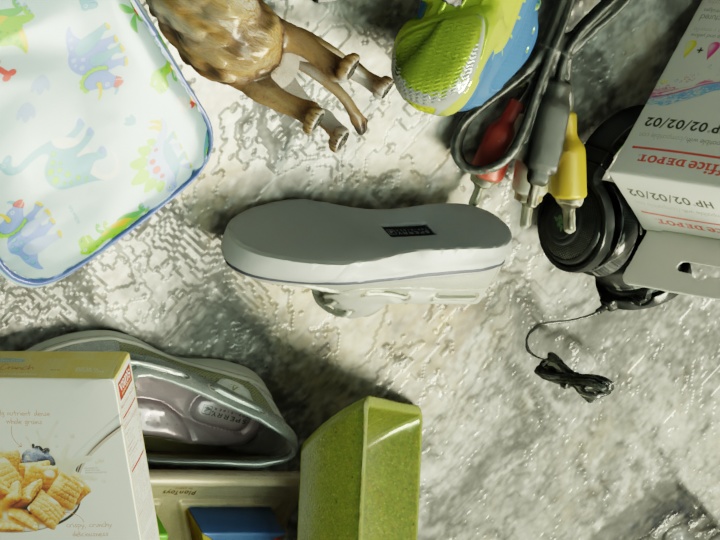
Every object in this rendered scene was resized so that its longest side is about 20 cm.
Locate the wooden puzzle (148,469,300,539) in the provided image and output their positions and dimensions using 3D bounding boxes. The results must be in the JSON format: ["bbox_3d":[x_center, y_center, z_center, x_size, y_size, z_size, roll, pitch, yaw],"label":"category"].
[{"bbox_3d":[-0.137,0.204,1.718,0.185,0.046,0.200,3,130,-35],"label":"wooden puzzle"}]

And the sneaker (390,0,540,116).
[{"bbox_3d":[0.080,-0.185,1.659,0.200,0.076,0.105,-64,161,0],"label":"sneaker"}]

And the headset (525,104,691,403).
[{"bbox_3d":[0.177,-0.011,1.798,0.123,0.094,0.200,35,83,-41],"label":"headset"}]

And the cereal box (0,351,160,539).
[{"bbox_3d":[-0.194,0.142,1.609,0.144,0.040,0.200,-1,117,14],"label":"cereal box"}]

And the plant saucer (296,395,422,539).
[{"bbox_3d":[-0.004,0.182,1.733,0.200,0.048,0.200,24,68,-78],"label":"plant saucer"}]

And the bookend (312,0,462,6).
[{"bbox_3d":[-0.041,-0.240,1.517,0.198,0.092,0.200,-14,125,-25],"label":"bookend"}]

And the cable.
[{"bbox_3d":[0.117,-0.126,1.737,0.097,0.050,0.200,14,95,-6],"label":"cable"}]

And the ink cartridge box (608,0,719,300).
[{"bbox_3d":[0.241,-0.082,1.738,0.200,0.115,0.068,-60,137,-23],"label":"ink cartridge box"}]

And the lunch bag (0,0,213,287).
[{"bbox_3d":[-0.187,-0.098,1.511,0.161,0.082,0.200,-39,131,-9],"label":"lunch bag"}]

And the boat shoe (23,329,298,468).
[{"bbox_3d":[-0.131,0.087,1.670,0.202,0.065,0.075,12,109,-37],"label":"boat shoe"}]

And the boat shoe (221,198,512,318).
[{"bbox_3d":[0.000,0.000,1.707,0.200,0.071,0.070,-4,127,-32],"label":"boat shoe"}]

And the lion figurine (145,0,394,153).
[{"bbox_3d":[-0.056,-0.126,1.562,0.073,0.122,0.200,-58,169,-5],"label":"lion figurine"}]
